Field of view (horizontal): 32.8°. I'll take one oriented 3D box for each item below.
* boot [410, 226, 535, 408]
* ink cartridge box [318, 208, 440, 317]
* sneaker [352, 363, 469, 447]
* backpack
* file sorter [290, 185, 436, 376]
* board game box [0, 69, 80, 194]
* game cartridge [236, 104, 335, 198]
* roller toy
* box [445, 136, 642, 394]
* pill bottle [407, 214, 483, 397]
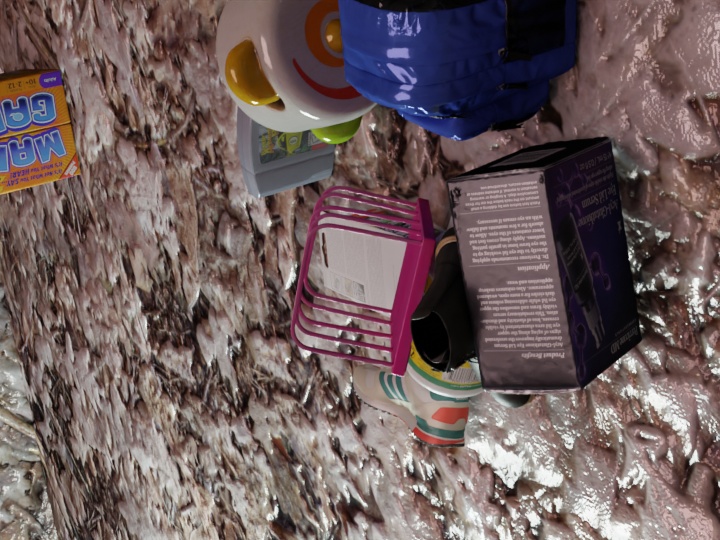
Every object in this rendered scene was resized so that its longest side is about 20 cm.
[{"bbox_3d":[0.101,0.079,1.156,0.077,0.139,0.201,-13,118,31],"label":"boot"},{"bbox_3d":[0.022,-0.012,1.469,0.199,0.050,0.110,23,123,53],"label":"ink cartridge box"},{"bbox_3d":[0.065,0.135,1.470,0.199,0.070,0.095,30,112,51],"label":"sneaker"},{"bbox_3d":[0.084,-0.207,1.127,0.162,0.198,0.170,25,125,50],"label":"backpack"},{"bbox_3d":[0.000,0.000,1.268,0.200,0.124,0.141,-86,9,-76],"label":"file sorter"},{"bbox_3d":[-0.677,-0.265,2.323,0.199,0.198,0.203,13,117,55],"label":"board game box"},{"bbox_3d":[-0.087,-0.188,1.478,0.041,0.132,0.202,40,137,42],"label":"game cartridge"},{"bbox_3d":[-0.056,-0.250,1.344,0.139,0.198,0.185,-1,76,57],"label":"roller toy"},{"bbox_3d":[0.171,-0.006,1.117,0.103,0.147,0.203,-4,103,36],"label":"box"},{"bbox_3d":[0.114,0.026,1.278,0.113,0.112,0.202,49,142,34],"label":"pill bottle"}]
